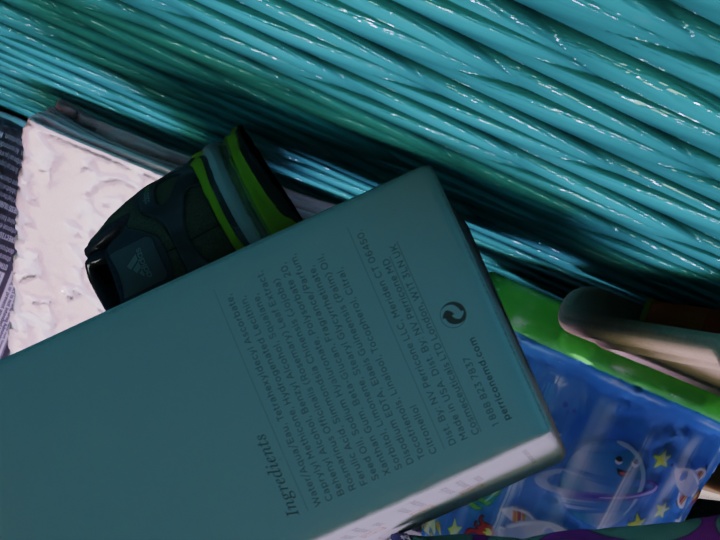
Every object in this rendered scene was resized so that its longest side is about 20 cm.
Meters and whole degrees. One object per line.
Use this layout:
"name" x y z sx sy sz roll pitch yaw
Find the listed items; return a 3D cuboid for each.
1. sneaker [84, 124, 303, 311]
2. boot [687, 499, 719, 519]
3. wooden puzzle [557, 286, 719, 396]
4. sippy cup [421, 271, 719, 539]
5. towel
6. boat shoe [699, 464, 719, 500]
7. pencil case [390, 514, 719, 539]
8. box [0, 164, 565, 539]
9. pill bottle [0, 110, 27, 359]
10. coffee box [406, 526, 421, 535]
"sneaker" -0.075 -0.010 1.020 0.074 0.081 0.200 62 171 4
"boot" 0.218 0.185 1.358 0.079 0.211 0.158 -30 112 32
"wooden puzzle" 0.186 0.050 0.944 0.184 0.037 0.200 23 -179 -14
"sippy cup" 0.092 0.086 1.096 0.177 0.131 0.140 25 -179 26
"towel" -0.078 0.024 1.182 0.190 0.032 0.200 23 136 9
"boat shoe" 0.151 0.078 1.208 0.199 0.072 0.065 13 170 31
"pencil case" 0.101 0.136 0.994 0.199 0.085 0.093 -4 -135 -20
"box" -0.035 0.059 0.929 0.152 0.199 0.107 50 -164 -80
"pill bottle" -0.231 0.010 1.358 0.106 0.201 0.106 22 176 2
"coffee box" 0.081 0.101 1.253 0.122 0.044 0.200 17 -149 3
